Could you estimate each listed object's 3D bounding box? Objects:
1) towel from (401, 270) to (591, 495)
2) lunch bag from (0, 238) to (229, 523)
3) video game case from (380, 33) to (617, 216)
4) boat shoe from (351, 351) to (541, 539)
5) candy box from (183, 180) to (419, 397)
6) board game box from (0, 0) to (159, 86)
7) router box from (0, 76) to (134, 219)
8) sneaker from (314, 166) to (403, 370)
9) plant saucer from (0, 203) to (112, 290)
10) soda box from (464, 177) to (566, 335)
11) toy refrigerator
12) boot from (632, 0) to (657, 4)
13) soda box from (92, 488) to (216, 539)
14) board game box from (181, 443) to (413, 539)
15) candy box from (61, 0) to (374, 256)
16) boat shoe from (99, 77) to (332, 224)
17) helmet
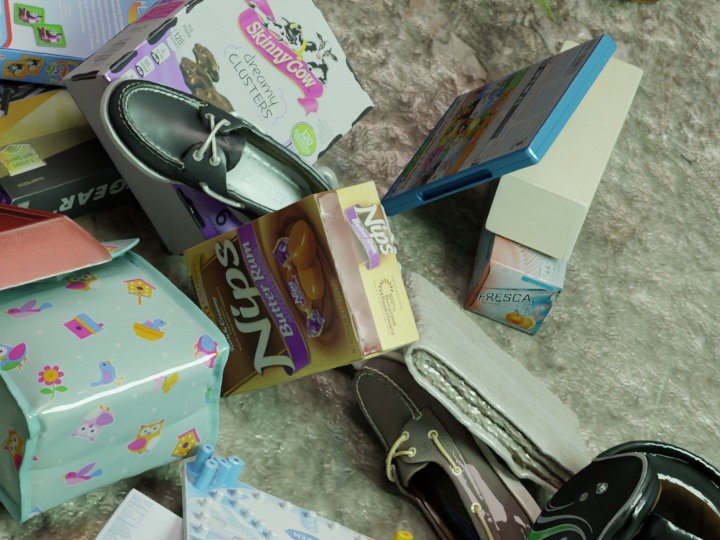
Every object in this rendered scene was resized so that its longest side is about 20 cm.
[{"bbox_3d":[0.099,0.092,1.472,0.200,0.034,0.133,42,16,-19],"label":"towel"},{"bbox_3d":[-0.213,0.054,1.380,0.169,0.123,0.200,-17,46,-32],"label":"lunch bag"},{"bbox_3d":[0.111,-0.118,1.616,0.018,0.199,0.144,46,57,-18],"label":"video game case"},{"bbox_3d":[0.056,0.144,1.453,0.059,0.072,0.200,-25,67,-39],"label":"boat shoe"},{"bbox_3d":[-0.047,0.017,1.409,0.056,0.199,0.118,-15,87,-33],"label":"candy box"},{"bbox_3d":[-0.237,-0.212,1.593,0.198,0.037,0.152,4,48,-22],"label":"board game box"},{"bbox_3d":[-0.240,-0.121,1.573,0.199,0.052,0.158,-22,62,-37],"label":"router box"},{"bbox_3d":[0.000,0.000,1.534,0.200,0.100,0.078,47,39,19],"label":"sneaker"},{"bbox_3d":[-0.300,-0.010,1.358,0.198,0.037,0.199,-16,15,-30],"label":"plant saucer"},{"bbox_3d":[0.142,-0.043,1.668,0.068,0.064,0.201,20,45,-5],"label":"soda box"},{"bbox_3d":[0.171,-0.101,1.641,0.075,0.070,0.201,21,43,6],"label":"toy refrigerator"},{"bbox_3d":[0.293,-0.336,2.004,0.107,0.075,0.199,43,38,21],"label":"boot"},{"bbox_3d":[-0.091,0.234,1.304,0.199,0.068,0.064,31,43,6],"label":"soda box"},{"bbox_3d":[-0.024,0.202,1.312,0.198,0.026,0.200,25,16,-15],"label":"board game box"},{"bbox_3d":[-0.107,-0.139,1.544,0.200,0.071,0.169,-44,115,-29],"label":"candy box"},{"bbox_3d":[-0.101,-0.087,1.461,0.199,0.060,0.076,27,70,-31],"label":"boat shoe"},{"bbox_3d":[0.200,0.219,1.363,0.198,0.191,0.203,0,87,-7],"label":"helmet"}]
